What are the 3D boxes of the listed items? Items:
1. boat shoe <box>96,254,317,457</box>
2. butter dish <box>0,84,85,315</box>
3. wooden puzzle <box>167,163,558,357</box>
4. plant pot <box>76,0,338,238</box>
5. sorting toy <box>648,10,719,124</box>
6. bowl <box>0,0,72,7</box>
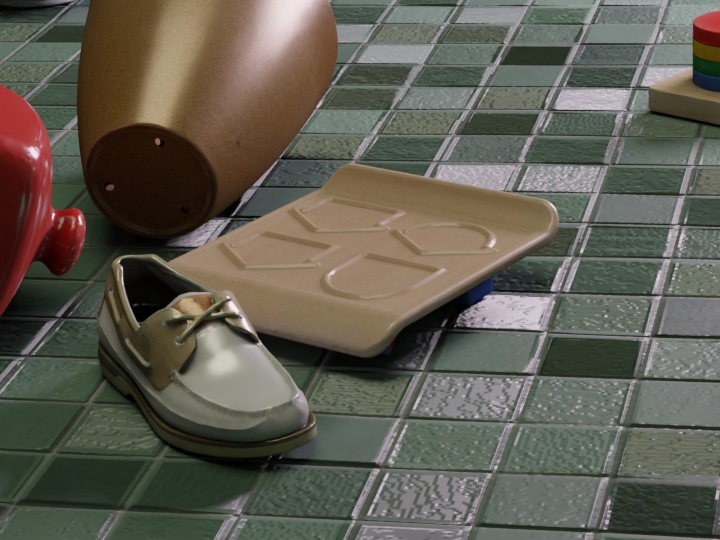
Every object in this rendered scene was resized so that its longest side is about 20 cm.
[{"bbox_3d":[-0.095,0.047,1.328,0.074,0.069,0.200,-17,25,-31],"label":"boat shoe"},{"bbox_3d":[-0.243,-0.035,1.463,0.147,0.200,0.200,15,16,-17],"label":"butter dish"},{"bbox_3d":[0.000,0.000,1.475,0.185,0.047,0.200,12,31,36],"label":"wooden puzzle"},{"bbox_3d":[-0.125,-0.117,1.641,0.185,0.187,0.200,1,35,12],"label":"plant pot"},{"bbox_3d":[0.356,-0.164,1.796,0.199,0.070,0.198,16,29,41],"label":"sorting toy"},{"bbox_3d":[-0.310,-0.307,2.244,0.200,0.091,0.201,-3,22,1],"label":"bowl"}]
